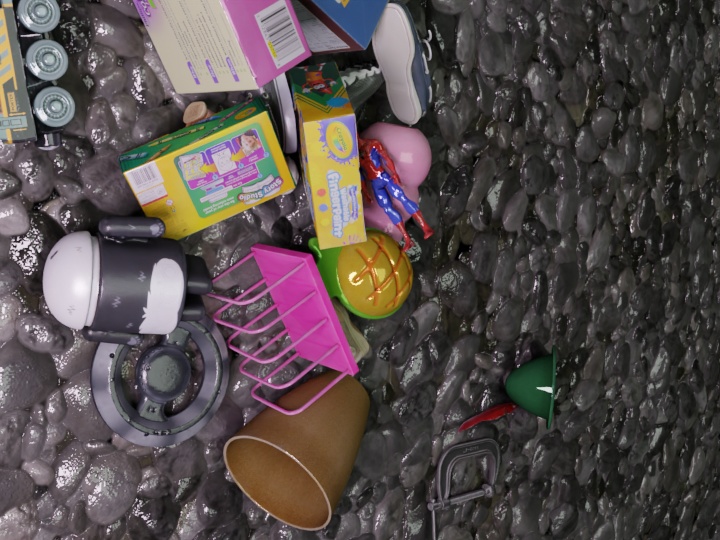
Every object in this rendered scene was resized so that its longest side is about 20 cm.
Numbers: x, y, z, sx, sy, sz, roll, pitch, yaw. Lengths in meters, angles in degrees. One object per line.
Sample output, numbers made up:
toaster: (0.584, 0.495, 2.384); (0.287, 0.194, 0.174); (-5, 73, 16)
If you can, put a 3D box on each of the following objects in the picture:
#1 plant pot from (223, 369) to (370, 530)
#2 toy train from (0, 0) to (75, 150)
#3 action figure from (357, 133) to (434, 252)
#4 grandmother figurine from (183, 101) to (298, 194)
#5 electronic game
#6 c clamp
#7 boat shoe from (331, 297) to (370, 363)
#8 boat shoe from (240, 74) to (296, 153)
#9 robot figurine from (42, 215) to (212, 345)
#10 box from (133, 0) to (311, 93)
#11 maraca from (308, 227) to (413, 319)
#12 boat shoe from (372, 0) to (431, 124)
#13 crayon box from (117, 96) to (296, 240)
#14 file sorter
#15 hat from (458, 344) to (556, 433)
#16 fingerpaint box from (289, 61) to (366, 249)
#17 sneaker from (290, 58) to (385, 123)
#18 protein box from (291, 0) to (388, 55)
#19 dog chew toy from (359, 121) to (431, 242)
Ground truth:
plant pot: (-0.072, 0.250, 1.311); (0.200, 0.185, 0.187); (-48, 126, -41)
toy train: (-0.397, -0.235, 0.994); (0.113, 0.085, 0.202); (-13, 106, -29)
action figure: (0.035, -0.126, 1.294); (0.201, 0.065, 0.052); (58, 28, -1)
grandmother figurine: (-0.162, -0.166, 1.228); (0.200, 0.060, 0.122); (30, 71, -43)
electronic game: (-0.270, 0.140, 1.189); (0.199, 0.041, 0.202); (-1, 92, -35)
c clamp: (0.199, 0.409, 1.666); (0.199, 0.027, 0.172); (-9, 98, -39)
boat shoe: (-0.055, 0.085, 1.352); (0.065, 0.071, 0.200); (-51, 126, -20)
boat shoe: (-0.137, -0.260, 1.220); (0.066, 0.070, 0.202); (-14, 102, -9)
robot figurine: (-0.289, 0.015, 1.084); (0.199, 0.125, 0.152); (5, 81, -25)
box: (-0.182, -0.323, 1.085); (0.097, 0.199, 0.177); (-40, 120, -30)
maraca: (0.000, 0.000, 1.305); (0.199, 0.107, 0.138); (14, 74, -39)
boat shoe: (0.071, -0.317, 1.308); (0.062, 0.075, 0.201); (-48, 137, -32)
crayon box: (-0.197, -0.128, 1.134); (0.199, 0.058, 0.119); (-24, 126, -7)
file sorter: (-0.120, 0.085, 1.250); (0.125, 0.139, 0.201); (-37, 120, -29)
hat: (0.293, 0.225, 1.720); (0.200, 0.175, 0.167); (-18, 111, -78)
fingerpaint box: (-0.047, -0.161, 1.218); (0.073, 0.167, 0.201); (-10, 128, -5)
sneaker: (-0.020, -0.262, 1.334); (0.199, 0.066, 0.091); (-32, 123, -33)
protein box: (-0.059, -0.443, 1.218); (0.200, 0.134, 0.200); (34, 75, -39)
dog chew toy: (0.042, -0.129, 1.375); (0.124, 0.124, 0.202); (0, 105, -41)
